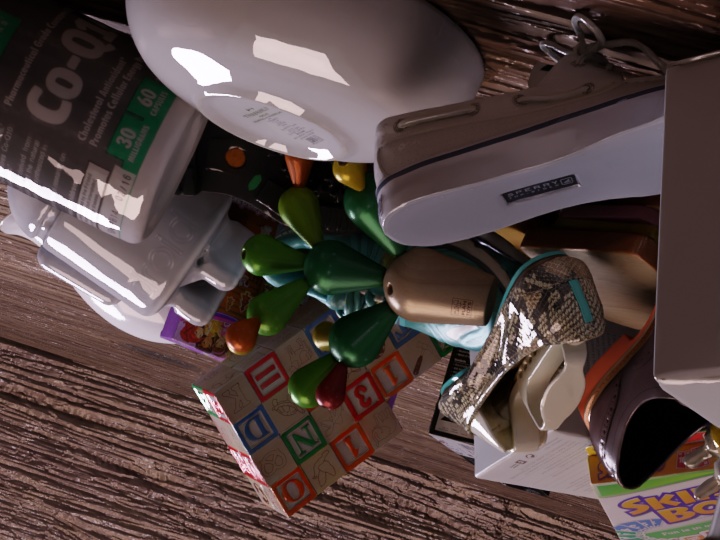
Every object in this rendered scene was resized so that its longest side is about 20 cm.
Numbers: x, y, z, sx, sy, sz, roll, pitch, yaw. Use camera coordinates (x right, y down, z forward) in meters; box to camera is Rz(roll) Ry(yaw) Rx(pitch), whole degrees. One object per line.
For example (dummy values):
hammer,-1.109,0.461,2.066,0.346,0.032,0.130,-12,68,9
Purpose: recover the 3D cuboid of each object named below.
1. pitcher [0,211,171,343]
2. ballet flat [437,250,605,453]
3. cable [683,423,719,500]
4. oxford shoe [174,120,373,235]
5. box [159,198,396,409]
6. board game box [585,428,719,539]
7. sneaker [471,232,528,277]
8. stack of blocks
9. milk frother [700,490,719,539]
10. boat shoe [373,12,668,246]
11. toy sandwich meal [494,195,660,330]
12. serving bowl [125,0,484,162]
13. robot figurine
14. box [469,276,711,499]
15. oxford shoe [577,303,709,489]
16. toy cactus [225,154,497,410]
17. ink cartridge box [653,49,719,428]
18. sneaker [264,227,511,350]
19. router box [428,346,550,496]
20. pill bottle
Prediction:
pitcher,-0.215,-0.028,1.410,0.199,0.122,0.172,33,-175,-17
ballet flat,0.097,0.066,0.958,0.067,0.076,0.200,-14,155,-22
cable,0.259,0.063,0.828,0.050,0.200,0.097,30,-163,-36
oxford shoe,-0.063,-0.077,1.060,0.198,0.073,0.084,15,-165,-5
box,-0.045,0.025,1.278,0.199,0.138,0.039,23,172,-23
board game box,0.212,0.152,1.065,0.095,0.030,0.200,-10,150,14
sneaker,0.048,-0.002,1.156,0.199,0.080,0.077,7,165,42
stack of blocks,-0.016,0.082,1.239,0.116,0.199,0.058,59,162,-16
milk frother,0.325,0.101,0.921,0.199,0.190,0.180,12,171,37
boat shoe,0.100,-0.077,0.756,0.200,0.087,0.075,-16,153,14
toy sandwich meal,0.136,-0.025,0.937,0.203,0.071,0.205,18,168,4
serving bowl,-0.037,-0.105,0.851,0.198,0.066,0.200,17,169,3
robot figurine,-0.173,-0.046,1.165,0.199,0.170,0.113,34,-150,-6
box,0.182,0.084,1.098,0.198,0.125,0.097,13,150,-25
oxford shoe,0.194,0.039,0.875,0.071,0.201,0.073,18,-147,-18
toy cactus,0.000,0.000,0.977,0.163,0.202,0.102,12,-168,15
ink cartridge box,0.230,0.003,0.668,0.144,0.147,0.199,-11,153,36
sneaker,0.018,0.014,1.071,0.199,0.078,0.079,18,-149,35
router box,0.125,0.086,1.268,0.051,0.150,0.200,12,167,24
pill bottle,-0.197,-0.106,0.955,0.199,0.114,0.113,25,168,-1
